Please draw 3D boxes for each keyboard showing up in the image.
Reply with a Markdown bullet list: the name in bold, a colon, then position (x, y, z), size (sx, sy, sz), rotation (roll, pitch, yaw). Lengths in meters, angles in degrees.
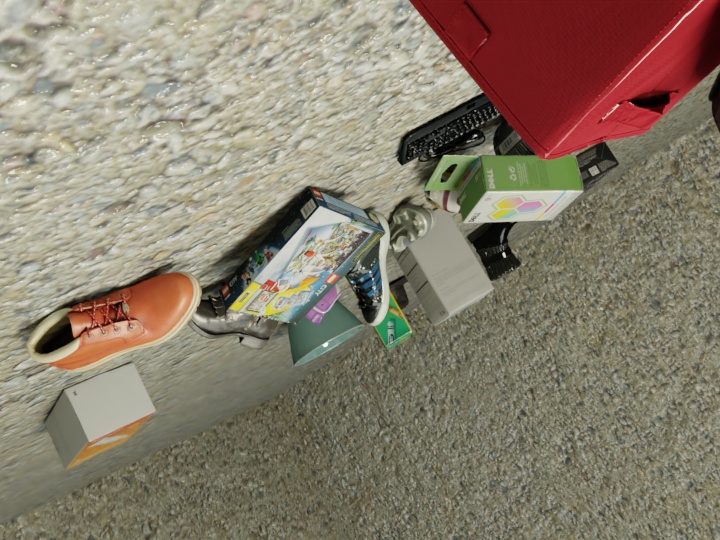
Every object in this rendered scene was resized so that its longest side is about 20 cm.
- **keyboard**: position (0.144, -0.188, 0.902), size (0.198, 0.040, 0.104), rotation (-28, 170, -8)

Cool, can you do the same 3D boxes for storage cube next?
- **storage cube**: position (0.150, -0.201, 0.399), size (0.170, 0.201, 0.180), rotation (-20, 160, -44)

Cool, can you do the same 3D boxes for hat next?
- **hat**: position (0.095, 0.094, 2.084), size (0.199, 0.081, 0.201), rotation (-30, 170, -6)

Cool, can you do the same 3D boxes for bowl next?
- **bowl**: position (-0.100, 0.140, 1.659), size (0.199, 0.106, 0.201), rotation (-29, 171, -5)

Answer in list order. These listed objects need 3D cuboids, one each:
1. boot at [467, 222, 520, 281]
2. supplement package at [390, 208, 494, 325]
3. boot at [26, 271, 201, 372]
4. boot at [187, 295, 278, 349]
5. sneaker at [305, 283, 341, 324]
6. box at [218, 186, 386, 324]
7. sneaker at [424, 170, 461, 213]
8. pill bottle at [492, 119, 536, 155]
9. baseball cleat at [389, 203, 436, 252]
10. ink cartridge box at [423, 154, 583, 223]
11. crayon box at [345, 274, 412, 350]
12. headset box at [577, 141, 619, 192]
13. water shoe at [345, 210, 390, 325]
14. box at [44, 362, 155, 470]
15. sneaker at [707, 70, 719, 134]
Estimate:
- **boot**: position (0.419, -0.078, 1.947), size (0.079, 0.159, 0.211), rotation (-21, 167, -41)
- **supplement package**: position (0.162, -0.009, 1.391), size (0.116, 0.201, 0.117), rotation (-27, 170, -15)
- **boot**: position (-0.284, 0.058, 0.785), size (0.199, 0.076, 0.107), rotation (-29, 166, -1)
- **boot**: position (-0.157, 0.022, 0.989), size (0.175, 0.069, 0.199), rotation (-51, 140, 13)
- **sneaker**: position (-0.114, 0.043, 1.093), size (0.199, 0.115, 0.073), rotation (-22, 170, -34)
- **box**: position (-0.078, -0.012, 0.907), size (0.200, 0.038, 0.136), rotation (-45, 145, 22)
- **sneaker**: position (0.150, -0.140, 1.115), size (0.089, 0.076, 0.200), rotation (12, -169, 0)
- **pill bottle**: position (0.281, -0.219, 0.956), size (0.106, 0.107, 0.200), rotation (-25, 169, -28)
- **baseball cleat**: position (0.101, -0.093, 1.227), size (0.106, 0.070, 0.200), rotation (-34, -178, -19)
- **ink cartridge box**: position (0.201, -0.115, 0.966), size (0.197, 0.060, 0.104), rotation (-2, 161, -12)
- **crayon box**: position (0.022, 0.044, 1.238), size (0.058, 0.201, 0.119), rotation (-29, 170, -2)
- **headset box**: position (0.574, -0.245, 1.809), size (0.148, 0.076, 0.200), rotation (-28, 170, -11)
- **water shoe**: position (0.000, 0.000, 1.113), size (0.078, 0.202, 0.071), rotation (-12, -156, -29)
- **box**: position (-0.462, 0.259, 1.189), size (0.124, 0.098, 0.200), rotation (-22, 167, -41)
- **sneaker**: position (0.232, -0.107, 0.376), size (0.066, 0.091, 0.200), rotation (-23, 139, 13)
